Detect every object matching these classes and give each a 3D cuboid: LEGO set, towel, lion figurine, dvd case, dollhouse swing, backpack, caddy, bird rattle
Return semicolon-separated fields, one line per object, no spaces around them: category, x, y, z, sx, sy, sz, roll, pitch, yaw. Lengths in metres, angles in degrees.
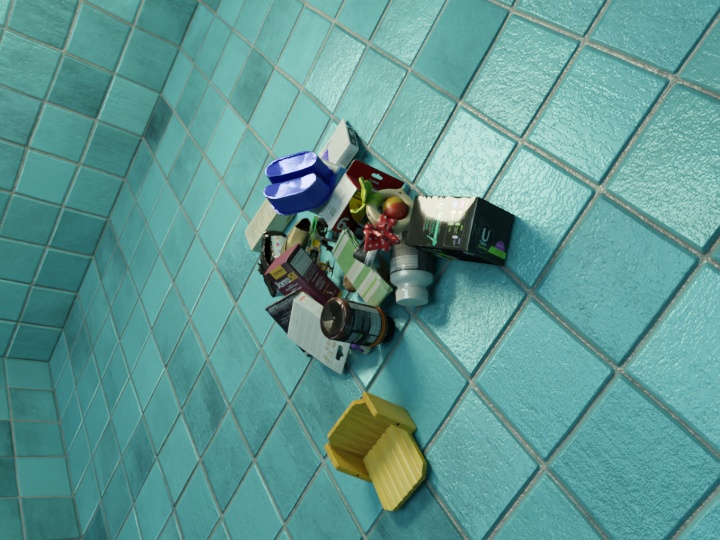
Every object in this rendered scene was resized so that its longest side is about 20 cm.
LEGO set;-0.097;-0.070;1.874;0.154;0.113;0.205;151;131;-75
towel;0.000;0.000;1.644;0.201;0.023;0.153;54;152;10
lion figurine;0.030;0.011;1.708;0.198;0.072;0.125;12;100;44
dvd case;-0.170;0.157;1.821;0.148;0.201;0.016;-28;18;40
dollhouse swing;0.034;0.448;1.510;0.201;0.179;0.177;-54;25;22
backpack;-0.249;-0.012;1.980;0.202;0.124;0.169;-116;27;-42
caddy;-0.164;-0.226;1.663;0.196;0.105;0.144;-11;62;21
bird rattle;0.065;-0.141;1.516;0.114;0.160;0.201;94;154;-44

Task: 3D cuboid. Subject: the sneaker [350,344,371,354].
sneaker;-0.040;0.155;1.734;0.199;0.082;0.082;36;105;48

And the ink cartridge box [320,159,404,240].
ink cartridge box;0.023;-0.174;1.669;0.177;0.198;0.084;-55;44;21

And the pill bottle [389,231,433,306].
pill bottle;0.128;-0.019;1.573;0.110;0.109;0.205;-15;68;45

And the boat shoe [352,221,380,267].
boat shoe;0.033;-0.092;1.590;0.071;0.065;0.202;104;-171;-53

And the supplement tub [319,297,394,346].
supplement tub;-0.002;0.138;1.607;0.106;0.198;0.109;-17;66;43

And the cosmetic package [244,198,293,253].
cosmetic package;-0.310;-0.165;2.144;0.201;0.070;0.106;-50;46;27

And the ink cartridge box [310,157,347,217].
ink cartridge box;-0.072;-0.222;1.786;0.083;0.199;0.148;24;97;22

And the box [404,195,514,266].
box;0.228;-0.094;1.452;0.198;0.147;0.127;9;84;49

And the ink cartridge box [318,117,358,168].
ink cartridge box;-0.084;-0.350;1.946;0.199;0.043;0.202;-51;27;25

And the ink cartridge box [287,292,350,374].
ink cartridge box;-0.108;0.174;1.737;0.198;0.050;0.164;30;134;15

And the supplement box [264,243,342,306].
supplement box;-0.162;0.038;1.792;0.109;0.200;0.086;-28;22;41

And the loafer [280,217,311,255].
loafer;-0.198;-0.096;1.940;0.202;0.075;0.068;-82;15;-48
